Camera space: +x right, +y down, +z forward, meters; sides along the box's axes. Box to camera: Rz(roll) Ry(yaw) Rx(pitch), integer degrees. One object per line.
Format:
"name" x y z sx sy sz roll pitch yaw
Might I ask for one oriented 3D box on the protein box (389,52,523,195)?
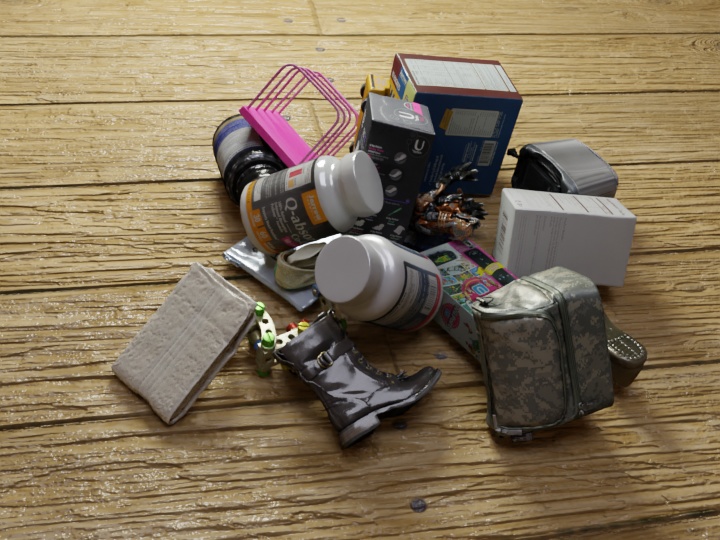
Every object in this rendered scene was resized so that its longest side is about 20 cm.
"protein box" 0.148 -0.254 1.649 0.196 0.201 0.136 1 40 -17

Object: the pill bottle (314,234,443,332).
"pill bottle" 0.024 0.015 1.319 0.119 0.120 0.199 41 11 31

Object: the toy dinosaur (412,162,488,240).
"toy dinosaur" 0.132 -0.109 1.548 0.135 0.103 0.200 -32 54 -21

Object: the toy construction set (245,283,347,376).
"toy construction set" -0.093 0.079 1.349 0.198 0.093 0.131 -30 54 -21

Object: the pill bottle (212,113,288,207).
"pill bottle" -0.179 -0.170 1.566 0.110 0.113 0.201 -7 37 -16

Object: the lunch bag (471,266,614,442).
"lunch bag" 0.238 0.114 1.277 0.165 0.204 0.139 -15 17 -13

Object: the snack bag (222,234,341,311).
"snack bag" -0.089 -0.027 1.490 0.187 0.022 0.199 32 53 25

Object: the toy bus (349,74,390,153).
"toy bus" 0.026 -0.220 1.569 0.077 0.203 0.066 7 34 -7

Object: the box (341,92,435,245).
"box" 0.040 -0.159 1.490 0.104 0.203 0.123 11 29 -9

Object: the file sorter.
"file sorter" -0.090 -0.259 1.586 0.139 0.125 0.200 47 13 2

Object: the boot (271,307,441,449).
"boot" -0.001 0.126 1.277 0.198 0.069 0.175 -27 76 -31

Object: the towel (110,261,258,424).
"towel" -0.238 0.095 1.286 0.132 0.035 0.201 34 78 27

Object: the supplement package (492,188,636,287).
"supplement package" 0.325 -0.054 1.515 0.196 0.119 0.118 5 19 -5

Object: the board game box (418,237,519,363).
"board game box" 0.176 0.042 1.431 0.146 0.065 0.200 -19 50 -40

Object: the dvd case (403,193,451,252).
"dvd case" 0.068 -0.092 1.608 0.197 0.018 0.143 22 44 14

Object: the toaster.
"toaster" 0.359 -0.158 1.661 0.127 0.115 0.201 -13 44 -27

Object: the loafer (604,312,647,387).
"loafer" 0.347 0.106 1.407 0.075 0.069 0.200 -5 28 -20

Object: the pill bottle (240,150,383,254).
"pill bottle" -0.073 -0.104 1.408 0.197 0.117 0.117 -16 35 25

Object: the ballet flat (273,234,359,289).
"ballet flat" -0.036 -0.020 1.426 0.197 0.063 0.068 -17 49 -18
